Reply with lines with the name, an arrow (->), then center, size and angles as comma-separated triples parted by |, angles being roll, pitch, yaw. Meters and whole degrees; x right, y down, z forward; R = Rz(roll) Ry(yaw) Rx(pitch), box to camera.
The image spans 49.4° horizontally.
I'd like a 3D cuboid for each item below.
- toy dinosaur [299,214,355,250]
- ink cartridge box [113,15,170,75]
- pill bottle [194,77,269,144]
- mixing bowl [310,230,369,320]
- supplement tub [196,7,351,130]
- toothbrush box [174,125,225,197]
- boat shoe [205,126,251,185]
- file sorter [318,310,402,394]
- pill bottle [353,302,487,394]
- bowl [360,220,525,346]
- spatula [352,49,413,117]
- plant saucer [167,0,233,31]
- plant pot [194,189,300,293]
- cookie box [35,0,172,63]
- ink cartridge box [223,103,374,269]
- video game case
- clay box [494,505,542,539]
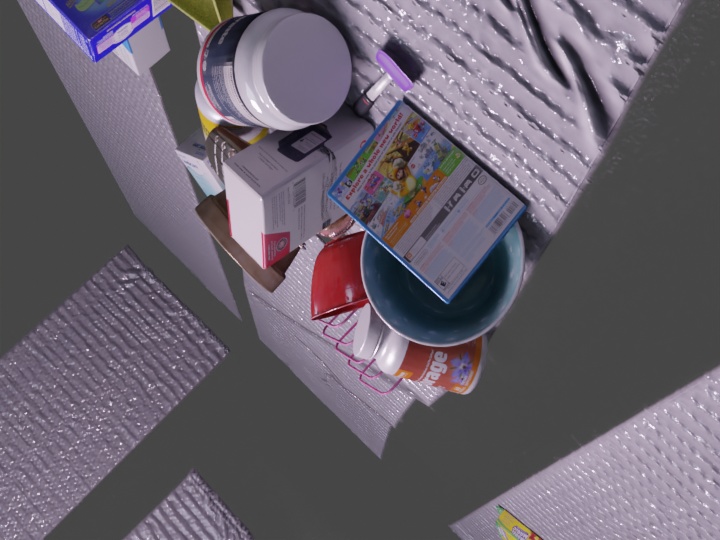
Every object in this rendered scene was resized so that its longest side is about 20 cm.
toy dinosaur -> -0.058, -0.086, 1.237 | 0.199, 0.136, 0.087 | 23, 153, 52
ink cartridge box -> -0.443, -0.470, 1.389 | 0.199, 0.085, 0.145 | 41, 162, 12
pill bottle -> -0.200, -0.259, 1.228 | 0.112, 0.112, 0.201 | 42, 163, 11
mixing bowl -> 0.000, 0.000, 1.260 | 0.200, 0.196, 0.111 | 147, 108, -73
supplement tub -> -0.111, -0.250, 0.983 | 0.199, 0.140, 0.141 | 19, 150, 56
toothbrush box -> -0.276, -0.188, 1.626 | 0.145, 0.085, 0.202 | 25, 154, 52
boat shoe -> -0.148, -0.142, 1.189 | 0.200, 0.074, 0.076 | 44, 137, 0
file sorter -> 0.013, 0.129, 1.574 | 0.201, 0.125, 0.138 | 54, 162, -25
pill bottle -> 0.093, 0.119, 1.240 | 0.195, 0.115, 0.112 | 16, 167, -11
bowl -> 0.105, -0.009, 0.970 | 0.200, 0.202, 0.105 | 42, -176, 12
spatula -> 0.019, -0.218, 0.947 | 0.057, 0.021, 0.200 | 47, 164, -7
plant saucer -> -0.248, -0.435, 1.055 | 0.199, 0.048, 0.201 | 40, 162, 22
plant pot -> -0.160, -0.092, 1.366 | 0.201, 0.173, 0.200 | 48, 179, 1
cookie box -> -0.419, -0.456, 1.217 | 0.200, 0.171, 0.075 | 45, 160, 3
ink cartridge box -> -0.081, -0.121, 1.064 | 0.084, 0.199, 0.146 | 40, 150, 24
video game case -> 0.075, -0.082, 0.921 | 0.199, 0.144, 0.018 | 42, -174, 13
clay box -> 0.421, 0.699, 2.017 | 0.198, 0.048, 0.116 | 31, 157, 39
